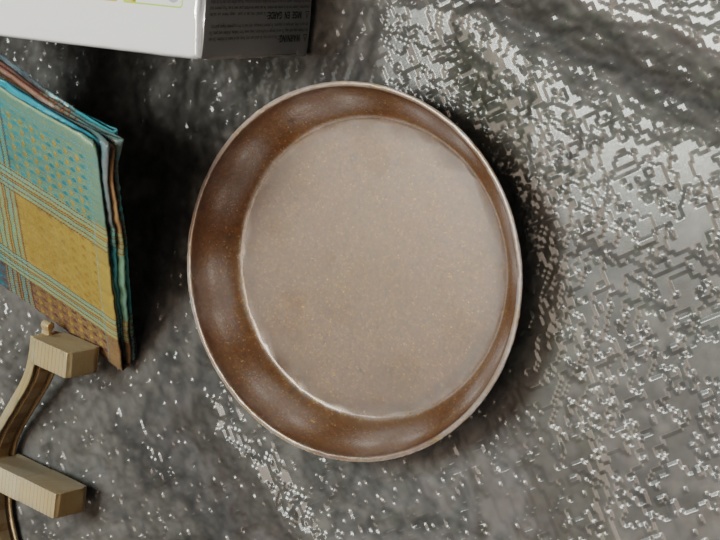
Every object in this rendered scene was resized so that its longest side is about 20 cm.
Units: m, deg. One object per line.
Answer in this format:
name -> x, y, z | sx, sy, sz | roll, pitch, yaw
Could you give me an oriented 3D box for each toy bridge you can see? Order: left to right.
toy bridge -> -0.192, 0.124, 1.196 | 0.067, 0.027, 0.200 | 19, 108, 37

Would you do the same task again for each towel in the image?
towel -> -0.181, -0.042, 1.122 | 0.147, 0.022, 0.200 | 34, 149, 22

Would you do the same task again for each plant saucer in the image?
plant saucer -> 0.000, 0.000, 1.084 | 0.200, 0.034, 0.200 | 3, 95, 27

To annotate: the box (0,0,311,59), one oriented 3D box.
box -> -0.136, -0.173, 1.096 | 0.200, 0.112, 0.101 | 9, 101, 28
